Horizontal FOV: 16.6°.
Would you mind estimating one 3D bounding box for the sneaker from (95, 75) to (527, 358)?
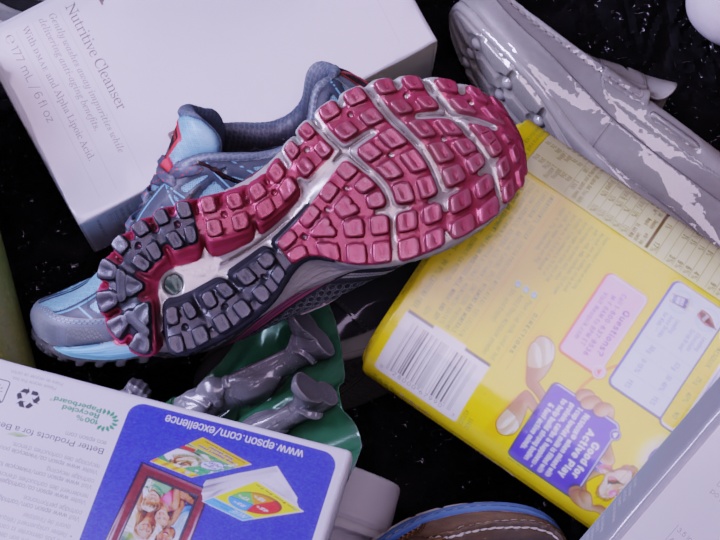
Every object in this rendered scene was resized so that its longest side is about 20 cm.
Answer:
[{"bbox_3d":[-0.022,-0.024,1.086,0.199,0.075,0.081,-23,83,0],"label":"sneaker"}]

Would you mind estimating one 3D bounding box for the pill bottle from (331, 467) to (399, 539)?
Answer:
[{"bbox_3d":[-0.046,0.187,1.158,0.110,0.111,0.201,15,81,3],"label":"pill bottle"}]

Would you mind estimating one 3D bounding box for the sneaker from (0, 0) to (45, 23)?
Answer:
[{"bbox_3d":[-0.112,-0.187,1.239,0.200,0.080,0.074,-39,81,-7],"label":"sneaker"}]

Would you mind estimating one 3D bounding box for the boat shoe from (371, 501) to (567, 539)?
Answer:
[{"bbox_3d":[0.015,0.156,1.085,0.199,0.072,0.073,-18,96,-22],"label":"boat shoe"}]

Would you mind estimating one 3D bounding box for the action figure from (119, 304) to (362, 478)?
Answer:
[{"bbox_3d":[-0.094,0.088,1.145,0.199,0.055,0.119,-32,39,24],"label":"action figure"}]

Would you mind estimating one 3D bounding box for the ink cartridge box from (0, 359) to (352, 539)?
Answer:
[{"bbox_3d":[-0.122,0.139,1.014,0.196,0.047,0.201,15,56,6],"label":"ink cartridge box"}]

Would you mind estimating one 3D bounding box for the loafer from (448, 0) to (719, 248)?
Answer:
[{"bbox_3d":[0.127,-0.072,1.227,0.200,0.070,0.070,45,73,3],"label":"loafer"}]

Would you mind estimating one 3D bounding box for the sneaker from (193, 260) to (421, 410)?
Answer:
[{"bbox_3d":[0.000,0.000,1.218,0.199,0.075,0.107,-22,68,-2],"label":"sneaker"}]

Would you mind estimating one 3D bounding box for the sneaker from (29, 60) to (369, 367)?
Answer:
[{"bbox_3d":[-0.075,-0.032,1.156,0.199,0.079,0.096,-29,112,-3],"label":"sneaker"}]

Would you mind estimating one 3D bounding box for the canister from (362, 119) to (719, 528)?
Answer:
[{"bbox_3d":[0.118,0.043,1.122,0.199,0.087,0.149,34,85,6],"label":"canister"}]

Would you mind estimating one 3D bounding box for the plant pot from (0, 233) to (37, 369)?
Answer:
[{"bbox_3d":[-0.238,0.016,1.162,0.199,0.200,0.185,-23,93,-4],"label":"plant pot"}]

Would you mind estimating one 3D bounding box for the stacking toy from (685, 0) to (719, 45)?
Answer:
[{"bbox_3d":[0.260,-0.132,1.221,0.198,0.146,0.147,-3,80,18],"label":"stacking toy"}]

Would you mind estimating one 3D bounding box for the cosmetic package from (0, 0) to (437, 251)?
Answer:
[{"bbox_3d":[-0.072,-0.106,1.222,0.199,0.081,0.113,-29,82,-4],"label":"cosmetic package"}]

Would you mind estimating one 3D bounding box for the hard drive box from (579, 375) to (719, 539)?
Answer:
[{"bbox_3d":[0.150,0.169,1.034,0.156,0.077,0.200,41,99,1],"label":"hard drive box"}]
